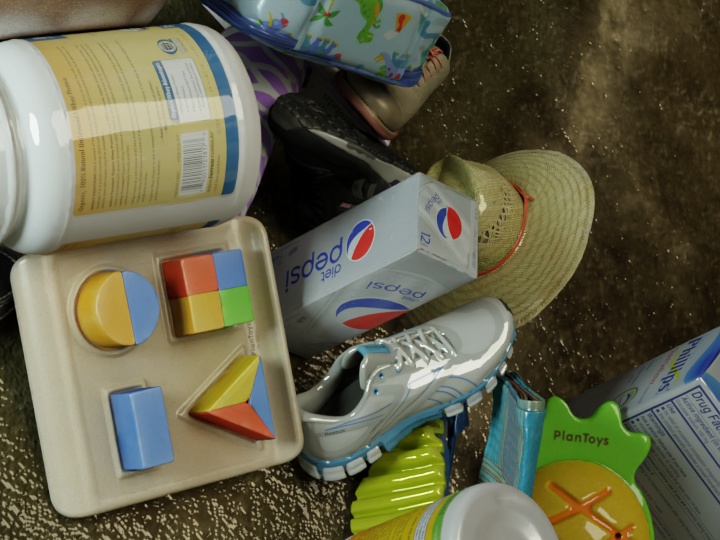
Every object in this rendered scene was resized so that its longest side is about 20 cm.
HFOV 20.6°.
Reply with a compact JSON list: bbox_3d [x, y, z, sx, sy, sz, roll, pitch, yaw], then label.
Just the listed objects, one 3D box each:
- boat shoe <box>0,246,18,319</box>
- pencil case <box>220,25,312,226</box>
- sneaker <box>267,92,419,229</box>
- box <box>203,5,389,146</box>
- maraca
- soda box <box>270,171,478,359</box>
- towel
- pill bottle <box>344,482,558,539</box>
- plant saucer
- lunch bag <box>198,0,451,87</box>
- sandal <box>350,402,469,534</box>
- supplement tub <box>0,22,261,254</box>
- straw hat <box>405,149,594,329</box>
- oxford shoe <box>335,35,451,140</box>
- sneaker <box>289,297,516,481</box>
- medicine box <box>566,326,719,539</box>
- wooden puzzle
[{"bbox_3d":[-0.301,0.006,1.313,0.200,0.060,0.074,1,69,-42],"label":"boat shoe"},{"bbox_3d":[-0.106,-0.103,1.532,0.084,0.086,0.200,31,50,-10],"label":"pencil case"},{"bbox_3d":[-0.023,-0.070,1.555,0.076,0.088,0.200,41,8,30],"label":"sneaker"},{"bbox_3d":[-0.053,-0.171,1.639,0.200,0.039,0.041,46,22,-16],"label":"box"},{"bbox_3d":[0.170,0.203,1.592,0.137,0.107,0.201,5,91,-3],"label":"maraca"},{"bbox_3d":[0.000,0.000,1.493,0.063,0.200,0.068,24,55,-34],"label":"soda box"},{"bbox_3d":[0.104,0.183,1.497,0.022,0.147,0.201,9,95,-6],"label":"towel"},{"bbox_3d":[0.041,0.230,1.415,0.111,0.200,0.111,21,56,-35],"label":"pill bottle"},{"bbox_3d":[-0.225,-0.180,1.391,0.200,0.200,0.037,-11,96,-45],"label":"plant saucer"},{"bbox_3d":[-0.041,-0.218,1.539,0.200,0.083,0.161,9,25,-46],"label":"lunch bag"},{"bbox_3d":[0.047,0.155,1.554,0.087,0.079,0.201,50,46,-52],"label":"sandal"},{"bbox_3d":[-0.184,-0.089,1.347,0.199,0.145,0.145,-10,76,-31],"label":"supplement tub"},{"bbox_3d":[0.088,-0.045,1.592,0.085,0.201,0.201,46,43,-38],"label":"straw hat"},{"bbox_3d":[0.032,-0.164,1.645,0.070,0.075,0.200,49,18,-8],"label":"oxford shoe"},{"bbox_3d":[0.031,0.077,1.495,0.200,0.075,0.087,-36,140,-11],"label":"sneaker"},{"bbox_3d":[0.276,0.170,1.658,0.182,0.200,0.103,53,39,-8],"label":"medicine box"},{"bbox_3d":[-0.134,0.064,1.396,0.200,0.046,0.186,-11,92,-34],"label":"wooden puzzle"}]
